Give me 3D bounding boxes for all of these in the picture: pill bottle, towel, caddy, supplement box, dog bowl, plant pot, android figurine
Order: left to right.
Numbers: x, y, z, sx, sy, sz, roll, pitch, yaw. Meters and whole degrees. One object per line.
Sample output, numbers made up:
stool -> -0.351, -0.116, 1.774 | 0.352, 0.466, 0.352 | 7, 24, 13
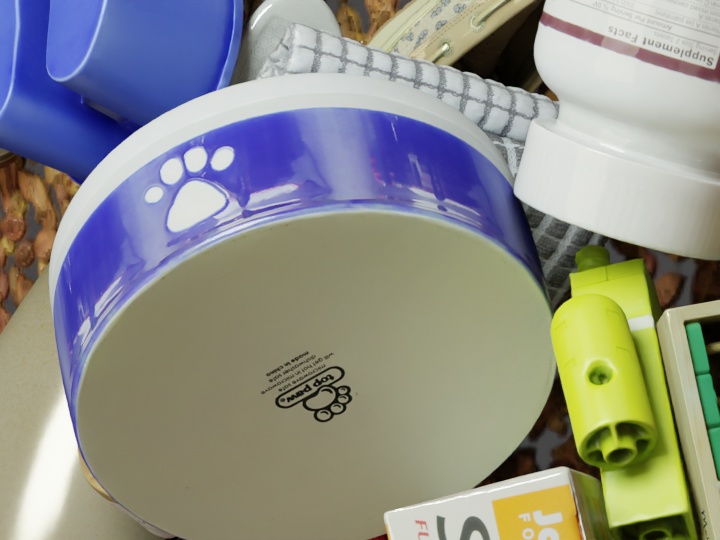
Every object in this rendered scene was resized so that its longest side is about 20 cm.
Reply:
plant pot -> -0.137, 0.094, 1.324 | 0.187, 0.187, 0.201 | 11, 85, 51
caddy -> -0.121, -0.135, 1.199 | 0.141, 0.105, 0.201 | -26, 60, 40
dog bowl -> -0.023, 0.021, 1.023 | 0.200, 0.199, 0.079 | -58, 31, 35
towel -> 0.000, 0.000, 1.120 | 0.200, 0.165, 0.086 | -57, 34, 36
supplement box -> 0.068, 0.147, 0.989 | 0.073, 0.200, 0.127 | -13, 82, 7
android figurine -> 0.113, 0.080, 1.010 | 0.182, 0.041, 0.201 | 66, -167, -50
pill bottle -> 0.131, -0.113, 0.987 | 0.109, 0.109, 0.201 | 27, 105, 48

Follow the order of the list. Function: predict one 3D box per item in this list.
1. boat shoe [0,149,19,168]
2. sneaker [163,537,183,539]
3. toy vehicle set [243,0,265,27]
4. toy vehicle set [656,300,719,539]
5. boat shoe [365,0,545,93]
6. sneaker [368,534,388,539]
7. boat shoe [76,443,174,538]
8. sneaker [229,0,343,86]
boat shoe -> -0.256, -0.131, 1.548 | 0.200, 0.072, 0.068 | 57, 159, 26
sneaker -> -0.060, 0.135, 1.233 | 0.081, 0.075, 0.200 | -42, 22, 46
toy vehicle set -> -0.073, -0.200, 1.259 | 0.124, 0.026, 0.201 | 23, 99, 28
toy vehicle set -> 0.190, 0.103, 0.930 | 0.027, 0.124, 0.201 | 100, 160, -78
boat shoe -> 0.051, -0.094, 1.136 | 0.200, 0.073, 0.063 | -59, 47, 37
sneaker -> 0.062, 0.174, 1.147 | 0.200, 0.079, 0.095 | 53, 176, 17
boat shoe -> -0.106, 0.039, 1.237 | 0.070, 0.069, 0.201 | -10, 54, 10
sneaker -> -0.048, -0.051, 1.237 | 0.099, 0.070, 0.201 | -113, 25, -63
